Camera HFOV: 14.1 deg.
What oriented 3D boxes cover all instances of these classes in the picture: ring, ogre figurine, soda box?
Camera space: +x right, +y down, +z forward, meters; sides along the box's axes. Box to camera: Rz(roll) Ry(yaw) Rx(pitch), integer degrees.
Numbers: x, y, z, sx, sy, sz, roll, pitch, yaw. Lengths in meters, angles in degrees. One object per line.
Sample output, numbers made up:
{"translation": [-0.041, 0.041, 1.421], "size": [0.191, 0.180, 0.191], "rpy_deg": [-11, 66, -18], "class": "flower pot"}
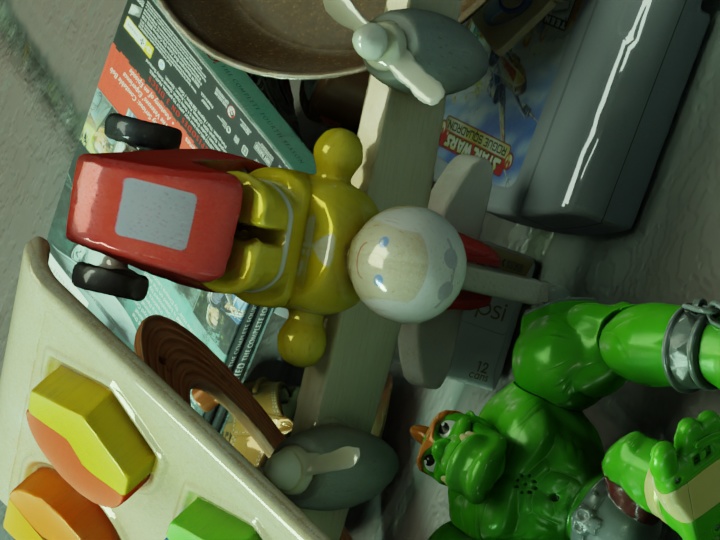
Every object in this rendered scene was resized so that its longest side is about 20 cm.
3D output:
{"translation": [-0.040, 0.107, 1.229], "size": [0.019, 0.201, 0.201], "rpy_deg": [-34, 37, 9], "class": "ring"}
{"translation": [0.082, 0.093, 1.111], "size": [0.120, 0.098, 0.201], "rpy_deg": [31, 119, 44], "class": "ogre figurine"}
{"translation": [0.000, 0.000, 1.339], "size": [0.200, 0.068, 0.064], "rpy_deg": [22, 94, 64], "class": "soda box"}

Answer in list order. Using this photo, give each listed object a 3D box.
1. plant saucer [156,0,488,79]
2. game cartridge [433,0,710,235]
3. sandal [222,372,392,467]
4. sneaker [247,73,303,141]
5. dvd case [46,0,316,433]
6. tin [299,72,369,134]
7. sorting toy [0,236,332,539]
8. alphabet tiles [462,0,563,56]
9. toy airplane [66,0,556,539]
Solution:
{"translation": [-0.001, -0.167, 1.259], "size": [0.200, 0.037, 0.201], "rpy_deg": [-9, 64, 20], "class": "plant saucer"}
{"translation": [0.078, -0.089, 1.280], "size": [0.134, 0.041, 0.200], "rpy_deg": [-66, 27, 5], "class": "game cartridge"}
{"translation": [-0.046, 0.080, 1.396], "size": [0.200, 0.054, 0.081], "rpy_deg": [-3, 72, 63], "class": "sandal"}
{"translation": [-0.059, -0.084, 1.436], "size": [0.200, 0.078, 0.082], "rpy_deg": [77, 168, -64], "class": "sneaker"}
{"translation": [-0.090, -0.018, 1.367], "size": [0.146, 0.022, 0.200], "rpy_deg": [50, 134, 31], "class": "dvd case"}
{"translation": [0.018, -0.162, 1.398], "size": [0.112, 0.042, 0.201], "rpy_deg": [-137, 66, -84], "class": "tin"}
{"translation": [-0.081, 0.104, 1.128], "size": [0.200, 0.036, 0.185], "rpy_deg": [47, 152, 15], "class": "sorting toy"}
{"translation": [0.079, -0.208, 1.270], "size": [0.167, 0.008, 0.200], "rpy_deg": [-43, 46, 12], "class": "alphabet tiles"}
{"translation": [0.002, -0.004, 1.140], "size": [0.199, 0.200, 0.141], "rpy_deg": [-38, 26, -23], "class": "toy airplane"}
